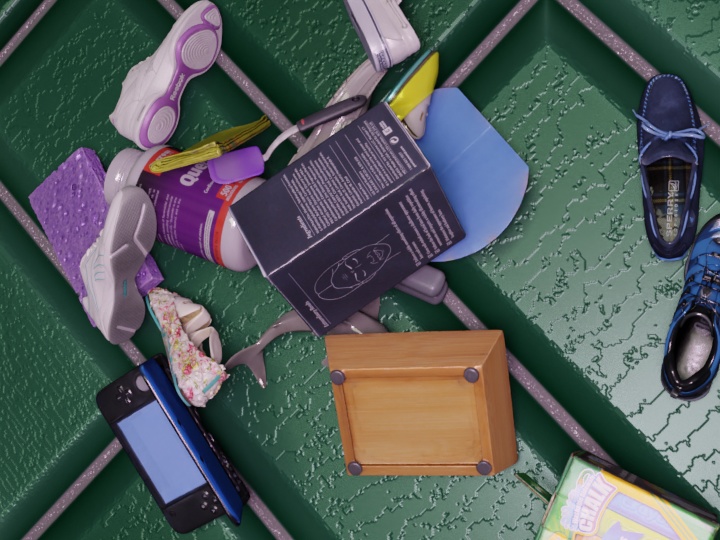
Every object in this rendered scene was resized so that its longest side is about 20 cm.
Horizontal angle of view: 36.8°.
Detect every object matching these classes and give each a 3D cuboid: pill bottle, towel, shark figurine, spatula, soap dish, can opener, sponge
[{"bbox_3d":[-0.202,-0.080,1.284,0.198,0.112,0.114,20,89,18],"label":"pill bottle"},{"bbox_3d":[-0.169,-0.147,1.242,0.085,0.200,0.018,-12,104,15],"label":"towel"},{"bbox_3d":[-0.053,0.067,1.235,0.211,0.089,0.130,-2,81,15],"label":"shark figurine"},{"bbox_3d":[-0.082,-0.151,1.226,0.198,0.021,0.057,-27,44,8],"label":"spatula"},{"bbox_3d":[0.062,0.146,1.162,0.197,0.081,0.159,-3,110,16],"label":"soap dish"},{"bbox_3d":[0.000,0.000,1.239,0.198,0.053,0.067,24,76,18],"label":"can opener"},{"bbox_3d":[-0.334,-0.042,1.353,0.111,0.030,0.201,-37,74,23],"label":"sponge"}]

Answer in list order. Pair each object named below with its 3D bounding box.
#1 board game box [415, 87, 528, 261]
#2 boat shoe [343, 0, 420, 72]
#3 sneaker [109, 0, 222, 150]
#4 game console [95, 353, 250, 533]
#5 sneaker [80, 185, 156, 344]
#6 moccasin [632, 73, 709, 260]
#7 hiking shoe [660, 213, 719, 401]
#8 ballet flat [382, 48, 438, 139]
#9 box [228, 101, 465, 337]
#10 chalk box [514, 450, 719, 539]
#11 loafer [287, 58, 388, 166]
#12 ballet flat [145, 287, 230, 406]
[{"bbox_3d":[0.097,-0.104,1.234,0.158,0.039,0.201,-43,66,9],"label":"board game box"},{"bbox_3d":[0.024,-0.323,1.254,0.085,0.075,0.204,-21,55,0],"label":"boat shoe"},{"bbox_3d":[-0.247,-0.252,1.339,0.099,0.075,0.202,26,84,36],"label":"sneaker"},{"bbox_3d":[-0.220,0.207,1.210,0.170,0.118,0.201,-30,92,27],"label":"game console"},{"bbox_3d":[-0.291,-0.013,1.256,0.080,0.070,0.202,33,123,28],"label":"sneaker"},{"bbox_3d":[0.334,-0.115,1.143,0.079,0.068,0.203,-7,80,16],"label":"moccasin"},{"bbox_3d":[0.360,0.037,1.107,0.073,0.087,0.203,13,87,18],"label":"hiking shoe"},{"bbox_3d":[0.032,-0.159,1.214,0.067,0.067,0.200,45,81,-4],"label":"ballet flat"},{"bbox_3d":[-0.011,-0.050,1.138,0.199,0.149,0.108,-34,56,1],"label":"box"},{"bbox_3d":[0.245,0.263,1.097,0.198,0.124,0.125,23,90,19],"label":"chalk box"},{"bbox_3d":[-0.022,-0.156,1.266,0.069,0.070,0.201,33,92,-2],"label":"loafer"},{"bbox_3d":[-0.197,0.079,1.260,0.064,0.076,0.201,-33,44,2],"label":"ballet flat"}]
